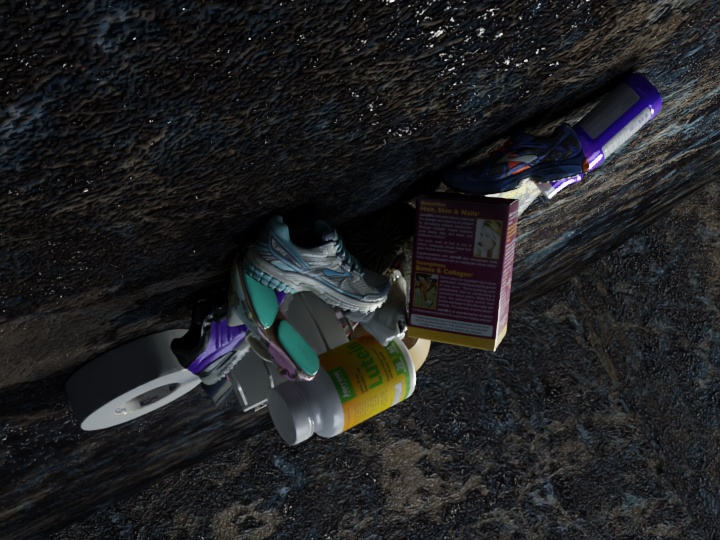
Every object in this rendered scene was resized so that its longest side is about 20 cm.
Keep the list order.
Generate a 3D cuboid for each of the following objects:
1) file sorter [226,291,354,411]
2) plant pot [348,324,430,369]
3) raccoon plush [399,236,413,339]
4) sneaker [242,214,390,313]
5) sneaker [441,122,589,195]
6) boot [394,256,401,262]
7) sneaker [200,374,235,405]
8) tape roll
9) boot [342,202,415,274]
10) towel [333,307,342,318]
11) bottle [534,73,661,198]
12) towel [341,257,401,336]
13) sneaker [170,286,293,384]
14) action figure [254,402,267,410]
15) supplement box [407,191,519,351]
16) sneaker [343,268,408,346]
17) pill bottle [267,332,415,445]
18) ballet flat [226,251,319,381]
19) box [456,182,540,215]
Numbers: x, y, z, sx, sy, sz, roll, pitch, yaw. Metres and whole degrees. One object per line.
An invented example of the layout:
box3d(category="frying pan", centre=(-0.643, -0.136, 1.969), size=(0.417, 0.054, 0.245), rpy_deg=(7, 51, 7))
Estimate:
box3d(category="file sorter", centre=(-0.120, 0.099, 1.049), size=(0.198, 0.140, 0.125), rpy_deg=(-24, 163, -15))
box3d(category="plant pot", centre=(0.063, 0.125, 1.343), size=(0.185, 0.188, 0.200), rpy_deg=(-26, 173, -8))
box3d(category="raccoon plush", centre=(0.087, 0.021, 1.099), size=(0.134, 0.096, 0.202), rpy_deg=(23, 86, -61))
box3d(category="sneaker", centre=(-0.037, -0.009, 0.820), size=(0.198, 0.078, 0.087), rpy_deg=(14, 109, -34))
box3d(category="sneaker", centre=(0.207, -0.150, 0.931), size=(0.197, 0.080, 0.075), rpy_deg=(-12, -175, 1))
box3d(category="boot", centre=(0.145, 0.045, 1.313), size=(0.073, 0.164, 0.198), rpy_deg=(-32, 166, 21))
box3d(category="sneaker", centre=(-0.202, 0.133, 1.154), size=(0.200, 0.082, 0.070), rpy_deg=(-46, 169, 5))
box3d(category="tape roll", centre=(-0.330, 0.164, 1.019), size=(0.198, 0.067, 0.200), rpy_deg=(-26, 167, -6))
box3d(category="boot", centre=(0.000, 0.000, 1.015), size=(0.175, 0.066, 0.200), rpy_deg=(-37, 173, -30))
box3d(category="towel", centre=(-0.067, 0.068, 1.260), size=(0.189, 0.033, 0.200), rpy_deg=(-23, 165, -26))
box3d(category="bottle", centre=(0.331, -0.187, 0.971), size=(0.200, 0.066, 0.083), rpy_deg=(-43, 165, 12))
box3d(category="towel", centre=(0.002, 0.070, 1.197), size=(0.144, 0.023, 0.200), rpy_deg=(-46, 175, -47))
box3d(category="sneaker", centre=(-0.176, 0.056, 0.914), size=(0.201, 0.070, 0.099), rpy_deg=(-49, 122, -1))
box3d(category="action figure", centre=(-0.137, 0.174, 1.191), size=(0.200, 0.069, 0.130), rpy_deg=(-44, -175, 22))
box3d(category="supplement box", centre=(0.144, -0.004, 0.959), size=(0.129, 0.203, 0.103), rpy_deg=(9, -168, 20))
box3d(category="sneaker", centre=(0.037, 0.055, 0.999), size=(0.075, 0.081, 0.200), rpy_deg=(-44, 179, 20))
box3d(category="pill bottle", centre=(-0.028, 0.168, 0.974), size=(0.198, 0.112, 0.111), rpy_deg=(-21, 165, -30))
box3d(category="ballet flat", centre=(-0.126, 0.069, 0.871), size=(0.070, 0.201, 0.069), rpy_deg=(-16, -150, 25))
box3d(category="box", centre=(0.220, -0.121, 1.098), size=(0.159, 0.050, 0.200), rpy_deg=(-19, 164, -20))
